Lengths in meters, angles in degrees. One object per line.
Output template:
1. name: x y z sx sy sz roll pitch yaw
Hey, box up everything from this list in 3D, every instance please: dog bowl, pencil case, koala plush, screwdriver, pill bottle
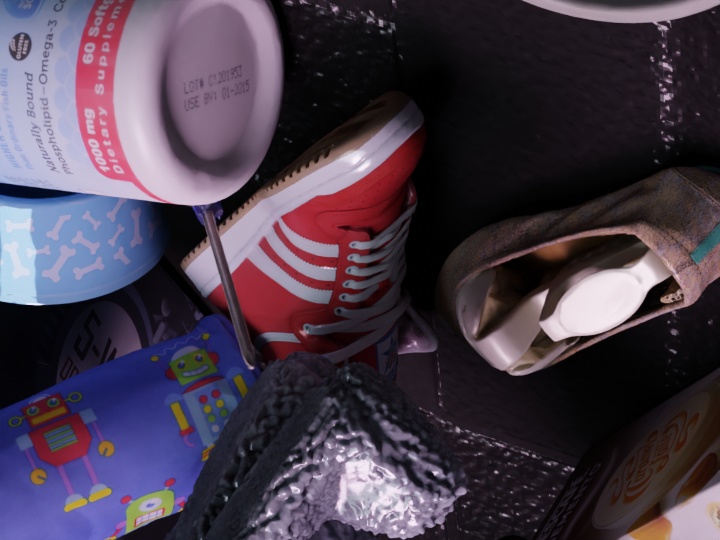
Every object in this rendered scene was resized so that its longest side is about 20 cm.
1. dog bowl: -0.185 -0.046 1.353 0.200 0.111 0.050 17 126 24
2. pencil case: -0.134 0.094 1.303 0.078 0.200 0.087 56 162 30
3. koala plush: 0.015 0.160 1.202 0.200 0.184 0.177 33 175 -12
4. screwdriver: -0.060 -0.014 1.246 0.029 0.200 0.028 15 118 -28
5. pill bottle: -0.142 -0.091 1.264 0.200 0.109 0.109 7 135 33

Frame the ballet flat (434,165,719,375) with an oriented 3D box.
1. ballet flat: 0.084 0.008 1.229 0.068 0.067 0.200 45 143 -11

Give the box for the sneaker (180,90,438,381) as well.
1. sneaker: 0.000 0.000 1.270 0.113 0.071 0.200 52 150 0

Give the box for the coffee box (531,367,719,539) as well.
1. coffee box: 0.155 0.108 1.243 0.080 0.114 0.200 42 142 -7

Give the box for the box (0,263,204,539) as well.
1. box: -0.125 0.087 1.400 0.200 0.160 0.044 50 147 -17

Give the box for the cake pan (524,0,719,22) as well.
1. cake pan: 0.077 -0.181 1.052 0.200 0.037 0.200 22 141 19
